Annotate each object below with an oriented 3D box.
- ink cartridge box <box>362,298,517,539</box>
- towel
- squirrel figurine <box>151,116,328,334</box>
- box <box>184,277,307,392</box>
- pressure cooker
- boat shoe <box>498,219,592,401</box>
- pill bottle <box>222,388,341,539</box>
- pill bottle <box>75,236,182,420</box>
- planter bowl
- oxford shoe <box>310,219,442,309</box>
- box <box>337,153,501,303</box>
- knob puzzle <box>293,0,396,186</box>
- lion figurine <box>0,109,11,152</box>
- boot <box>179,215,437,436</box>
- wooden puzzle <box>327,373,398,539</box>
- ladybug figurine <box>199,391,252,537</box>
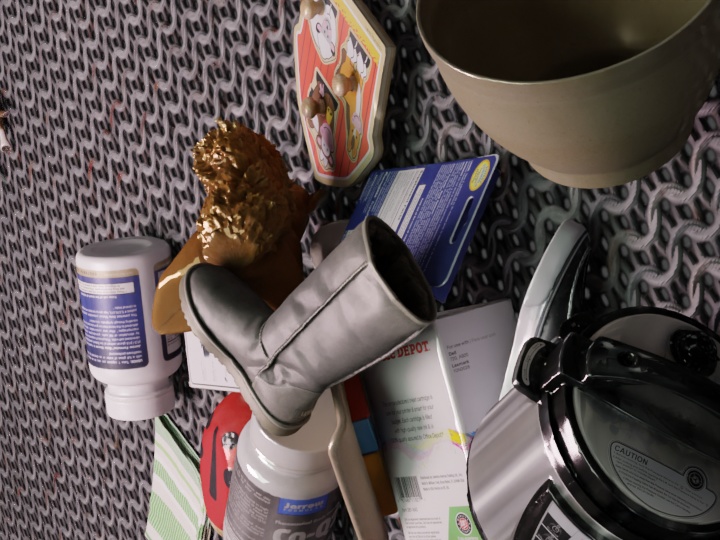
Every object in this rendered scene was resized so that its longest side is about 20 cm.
[{"bbox_3d":[0.083,0.133,1.367,0.145,0.084,0.201,-18,86,61],"label":"ink cartridge box"},{"bbox_3d":[-0.226,0.294,2.024,0.153,0.023,0.201,45,138,44],"label":"towel"},{"bbox_3d":[-0.092,-0.040,1.484,0.141,0.187,0.200,14,131,12],"label":"squirrel figurine"},{"bbox_3d":[-0.118,0.066,1.700,0.200,0.060,0.117,-4,93,60],"label":"box"},{"bbox_3d":[0.180,0.120,1.106,0.200,0.175,0.179,-51,56,53],"label":"pressure cooker"},{"bbox_3d":[0.153,0.061,1.243,0.068,0.072,0.201,19,107,17],"label":"boat shoe"},{"bbox_3d":[-0.071,0.206,1.620,0.114,0.113,0.200,54,147,34],"label":"pill bottle"},{"bbox_3d":[-0.268,0.068,1.915,0.111,0.111,0.201,18,116,56],"label":"pill bottle"},{"bbox_3d":[0.149,-0.141,1.066,0.200,0.200,0.135,43,164,44],"label":"planter bowl"},{"bbox_3d":[0.000,0.000,1.485,0.200,0.058,0.075,26,126,56],"label":"oxford shoe"},{"bbox_3d":[0.047,-0.032,1.350,0.200,0.032,0.121,-2,60,61],"label":"box"},{"bbox_3d":[-0.030,-0.161,1.470,0.220,0.030,0.220,171,90,-67],"label":"knob puzzle"},{"bbox_3d":[-0.545,-0.195,2.342,0.200,0.072,0.123,-53,42,37],"label":"lion figurine"},{"bbox_3d":[-0.047,0.021,1.313,0.182,0.072,0.200,51,135,11],"label":"boot"},{"bbox_3d":[-0.002,0.132,1.448,0.200,0.037,0.185,-97,-7,-47],"label":"wooden puzzle"},{"bbox_3d":[-0.129,0.216,1.776,0.136,0.072,0.201,34,130,50],"label":"ladybug figurine"}]
